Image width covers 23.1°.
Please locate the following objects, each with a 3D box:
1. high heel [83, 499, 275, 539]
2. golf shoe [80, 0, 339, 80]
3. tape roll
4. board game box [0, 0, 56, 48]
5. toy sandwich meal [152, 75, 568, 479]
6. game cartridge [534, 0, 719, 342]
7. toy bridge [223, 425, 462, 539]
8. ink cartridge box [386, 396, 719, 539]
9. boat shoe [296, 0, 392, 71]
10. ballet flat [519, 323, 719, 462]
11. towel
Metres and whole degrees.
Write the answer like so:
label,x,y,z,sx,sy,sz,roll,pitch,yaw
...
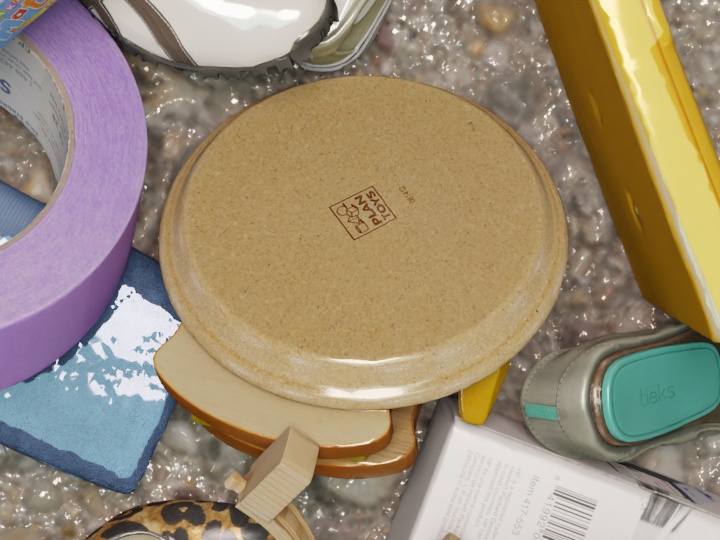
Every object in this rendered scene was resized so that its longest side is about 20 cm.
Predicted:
label,x,y,z,sx,sy,sz,roll,pitch,yaw
high heel,-0.121,0.162,0.794,0.198,0.143,0.072,-20,95,0
golf shoe,-0.101,-0.151,0.748,0.199,0.095,0.078,25,67,4
tape roll,-0.194,-0.045,0.765,0.198,0.066,0.202,6,61,-10
board game box,-0.173,-0.158,0.700,0.199,0.037,0.152,-37,74,14
toy sandwich meal,0.000,0.000,0.802,0.203,0.071,0.206,0,54,0
game cartridge,0.116,-0.076,0.766,0.032,0.176,0.202,-19,95,1
toy bridge,0.023,0.142,0.758,0.199,0.027,0.067,35,122,-14
ink cartridge box,0.107,0.164,0.830,0.199,0.086,0.148,20,94,-4
boat shoe,0.016,-0.186,0.811,0.071,0.062,0.202,19,94,-3
ballet flat,0.155,0.047,0.822,0.199,0.063,0.068,-6,90,-37
towel,-0.173,0.017,0.829,0.199,0.049,0.112,28,89,-2
